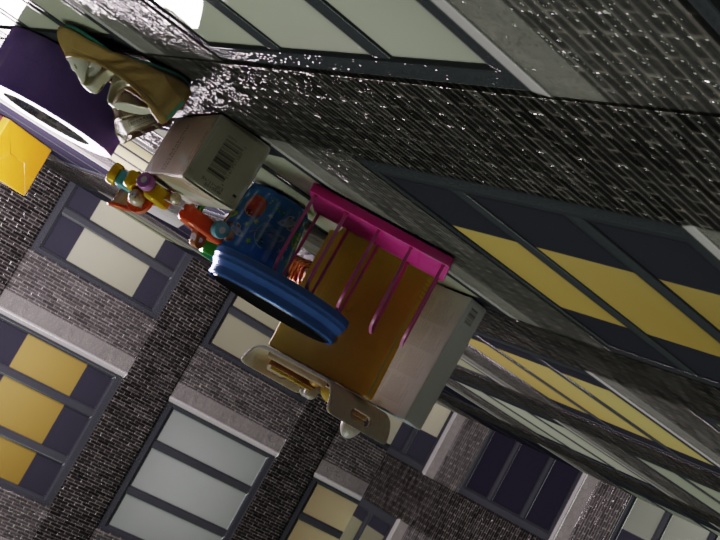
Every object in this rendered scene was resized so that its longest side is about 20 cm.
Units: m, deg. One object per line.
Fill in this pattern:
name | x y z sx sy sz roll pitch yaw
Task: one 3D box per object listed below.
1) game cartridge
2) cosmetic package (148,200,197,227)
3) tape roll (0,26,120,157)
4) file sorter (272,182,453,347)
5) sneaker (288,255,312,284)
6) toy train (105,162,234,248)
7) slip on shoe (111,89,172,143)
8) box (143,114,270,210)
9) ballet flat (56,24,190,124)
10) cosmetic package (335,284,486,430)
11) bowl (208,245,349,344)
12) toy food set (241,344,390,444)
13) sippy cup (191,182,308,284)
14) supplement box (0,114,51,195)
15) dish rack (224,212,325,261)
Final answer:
game cartridge | -0.011 0.056 1.720 0.176 0.200 0.032 26 173 26
cosmetic package | -0.275 -0.131 1.826 0.085 0.108 0.200 29 175 -9
tape roll | -0.406 -0.240 1.664 0.200 0.085 0.200 28 174 3
file sorter | 0.000 0.000 1.581 0.200 0.126 0.139 29 173 4
sneaker | -0.106 0.006 1.904 0.112 0.078 0.200 29 172 -13
toy train | -0.263 -0.077 1.617 0.150 0.056 0.200 38 170 -37
slip on shoe | -0.287 -0.204 1.563 0.200 0.076 0.061 -151 38 -82
box | -0.195 -0.136 1.531 0.078 0.095 0.200 33 171 -23
ballet flat | -0.283 -0.222 1.387 0.200 0.063 0.069 26 172 27
cosmetic package | 0.072 0.112 1.784 0.151 0.200 0.052 24 170 42
bowl | -0.110 0.035 1.600 0.200 0.039 0.201 29 172 5
toy food set | -0.065 0.179 1.734 0.200 0.061 0.143 22 171 43
sippy cup | -0.146 -0.050 1.783 0.139 0.131 0.178 24 171 40
supplement box | -0.901 -0.307 2.956 0.200 0.133 0.197 26 172 22
dish rack | -0.114 -0.058 1.967 0.200 0.044 0.172 31 172 -13
